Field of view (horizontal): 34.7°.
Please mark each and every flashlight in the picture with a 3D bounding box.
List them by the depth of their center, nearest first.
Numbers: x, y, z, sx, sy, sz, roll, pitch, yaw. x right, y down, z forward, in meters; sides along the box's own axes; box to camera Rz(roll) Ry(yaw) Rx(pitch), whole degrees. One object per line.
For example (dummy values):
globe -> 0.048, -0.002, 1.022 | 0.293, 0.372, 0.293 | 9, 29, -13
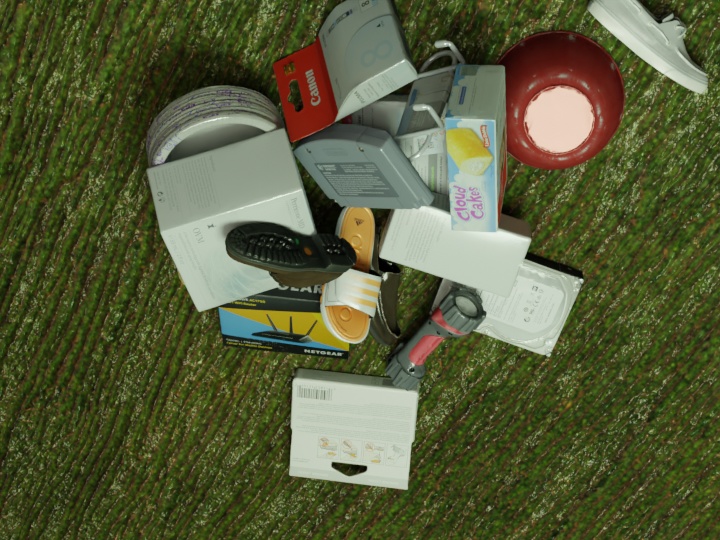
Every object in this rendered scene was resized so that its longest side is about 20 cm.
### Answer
flashlight -> 0.111, 0.109, 1.735 | 0.068, 0.068, 0.200 | 28, 129, -10

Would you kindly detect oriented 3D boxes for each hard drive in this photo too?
hard drive -> 0.219, 0.035, 1.738 | 0.199, 0.038, 0.140 | 20, 112, -1

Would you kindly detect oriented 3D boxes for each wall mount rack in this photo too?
wall mount rack -> 0.050, -0.240, 1.577 | 0.173, 0.201, 0.075 | -7, 142, 38

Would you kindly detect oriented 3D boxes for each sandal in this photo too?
sandal -> -0.007, -0.002, 1.643 | 0.079, 0.059, 0.208 | 10, 77, -25

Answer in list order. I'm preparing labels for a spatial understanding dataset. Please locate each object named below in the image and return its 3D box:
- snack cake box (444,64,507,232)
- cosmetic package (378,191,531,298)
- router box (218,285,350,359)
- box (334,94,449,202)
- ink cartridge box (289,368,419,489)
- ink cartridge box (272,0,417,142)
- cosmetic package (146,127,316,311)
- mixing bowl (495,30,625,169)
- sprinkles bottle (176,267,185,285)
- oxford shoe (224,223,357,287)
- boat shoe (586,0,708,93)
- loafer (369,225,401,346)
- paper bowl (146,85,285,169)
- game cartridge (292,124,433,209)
snack cake box -> 0.157, -0.161, 1.541 | 0.067, 0.115, 0.201 | 3, 137, 11
cosmetic package -> 0.135, -0.044, 1.657 | 0.199, 0.074, 0.102 | 18, 114, -4
router box -> -0.112, 0.066, 1.741 | 0.199, 0.051, 0.150 | 6, 143, 3
box -> 0.061, -0.174, 1.668 | 0.199, 0.041, 0.157 | 1, 113, 5
ink cartridge box -> -0.012, 0.253, 1.846 | 0.199, 0.045, 0.177 | 6, 112, 4
ink cartridge box -> -0.032, -0.285, 1.573 | 0.199, 0.161, 0.047 | -25, 143, 14
cosmetic package -> -0.168, -0.067, 1.609 | 0.199, 0.123, 0.200 | -18, 145, -2
mixing bowl -> 0.272, -0.221, 1.592 | 0.199, 0.108, 0.201 | 2, 112, 4
sprinkles bottle -> -0.175, -0.018, 1.742 | 0.199, 0.068, 0.069 | -4, 111, 8
oxford shoe -> -0.103, -0.009, 1.548 | 0.199, 0.073, 0.084 | 12, 137, -38
boat shoe -> 0.402, -0.320, 1.564 | 0.200, 0.072, 0.069 | 39, 112, 0
loafer -> 0.029, 0.021, 1.732 | 0.071, 0.073, 0.201 | -15, 110, 12
paper bowl -> -0.203, -0.181, 1.632 | 0.200, 0.105, 0.201 | -11, 144, -8
game cartridge -> -0.002, -0.141, 1.573 | 0.133, 0.200, 0.041 | 48, 65, -32
